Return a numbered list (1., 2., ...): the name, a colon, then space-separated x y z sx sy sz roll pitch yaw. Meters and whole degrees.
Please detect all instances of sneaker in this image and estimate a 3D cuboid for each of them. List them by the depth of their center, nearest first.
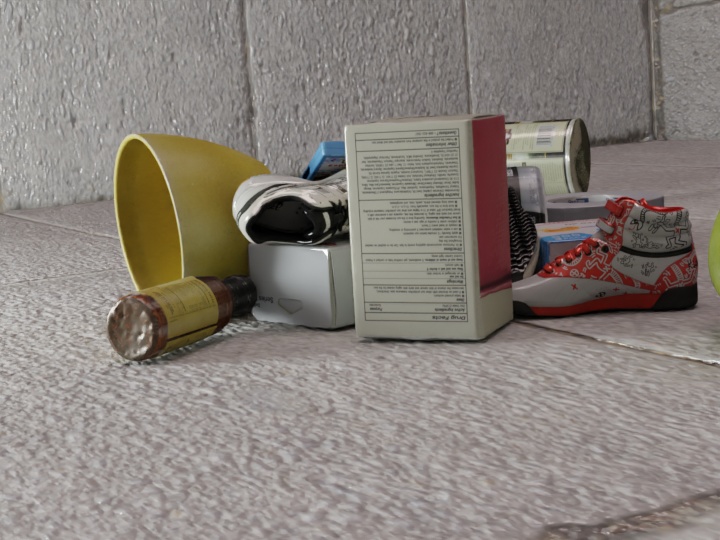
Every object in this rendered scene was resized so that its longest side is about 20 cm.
1. sneaker: 0.227 -0.015 1.336 0.199 0.109 0.067 -3 8 7
2. sneaker: -0.027 -0.056 1.359 0.198 0.076 0.088 -8 25 -3
3. sneaker: 0.160 -0.012 1.464 0.070 0.094 0.200 -17 27 6

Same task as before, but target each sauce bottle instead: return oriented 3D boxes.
1. sauce bottle: -0.167 0.040 1.326 0.065 0.067 0.200 -1 7 25

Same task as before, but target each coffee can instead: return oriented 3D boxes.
1. coffee can: 0.306 -0.200 2.494 0.198 0.148 0.146 0 9 24

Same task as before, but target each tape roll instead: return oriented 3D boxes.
1. tape roll: 0.300 -0.063 1.801 0.198 0.067 0.200 -4 7 0

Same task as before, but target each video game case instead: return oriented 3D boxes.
1. video game case: 0.001 -0.090 1.469 0.142 0.018 0.200 -1 -19 -18

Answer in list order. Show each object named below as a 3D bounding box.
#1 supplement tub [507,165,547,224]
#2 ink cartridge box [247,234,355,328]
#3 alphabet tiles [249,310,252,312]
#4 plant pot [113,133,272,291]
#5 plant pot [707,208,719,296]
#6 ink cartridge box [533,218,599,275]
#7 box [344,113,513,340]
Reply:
1. supplement tub: 0.127 -0.062 1.681 0.198 0.124 0.123 -3 8 3
2. ink cartridge box: 0.000 0.000 1.439 0.199 0.084 0.146 -12 10 -40
3. alphabet tiles: -0.099 0.029 1.568 0.166 0.008 0.199 4 11 45
4. plant pot: -0.167 -0.059 1.483 0.141 0.202 0.200 -13 11 -27
5. plant pot: 0.364 -0.016 1.125 0.185 0.189 0.200 -5 -7 -6
6. ink cartridge box: 0.241 -0.016 1.478 0.114 0.069 0.200 -4 8 -1
7. box: 0.067 -0.043 1.280 0.127 0.202 0.109 0 9 23
